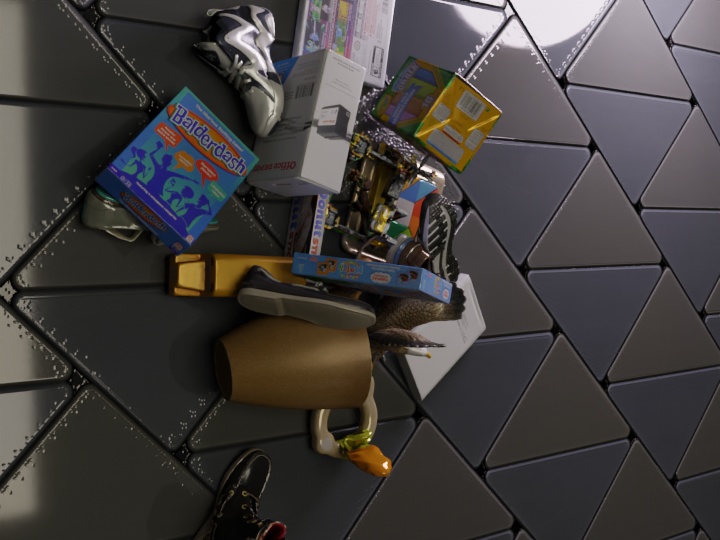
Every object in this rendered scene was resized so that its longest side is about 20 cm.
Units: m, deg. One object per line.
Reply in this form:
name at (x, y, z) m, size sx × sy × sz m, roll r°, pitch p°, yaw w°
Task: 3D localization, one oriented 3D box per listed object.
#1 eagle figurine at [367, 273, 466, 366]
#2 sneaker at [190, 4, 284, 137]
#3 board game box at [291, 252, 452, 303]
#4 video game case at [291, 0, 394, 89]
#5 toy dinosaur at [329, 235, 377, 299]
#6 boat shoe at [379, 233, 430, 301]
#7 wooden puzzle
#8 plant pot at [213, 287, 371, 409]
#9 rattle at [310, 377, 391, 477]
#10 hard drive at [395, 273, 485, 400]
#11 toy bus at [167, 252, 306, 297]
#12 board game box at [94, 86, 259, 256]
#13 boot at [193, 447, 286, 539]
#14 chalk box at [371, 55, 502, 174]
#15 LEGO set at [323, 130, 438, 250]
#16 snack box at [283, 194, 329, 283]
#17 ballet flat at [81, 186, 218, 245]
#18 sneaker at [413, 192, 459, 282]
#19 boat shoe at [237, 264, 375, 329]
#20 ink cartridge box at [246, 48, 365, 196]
eagle figurine at (0.061, 0.097, 1.495) m, size 0.151 × 0.200 × 0.152 m, roll -1°, pitch 60°, yaw -34°
sneaker at (-0.189, -0.297, 1.406) m, size 0.129 × 0.079 × 0.200 m, roll -3°, pitch 92°, yaw -37°
board game box at (0.019, 0.012, 1.409) m, size 0.151 × 0.200 × 0.037 m, roll 24°, pitch 74°, yaw -67°
video game case at (-0.023, -0.419, 1.572) m, size 0.182 × 0.023 × 0.200 m, roll 11°, pitch 84°, yaw -38°
toy dinosaur at (0.000, 0.000, 1.550) m, size 0.106 × 0.060 × 0.200 m, roll -56°, pitch 160°, yaw -4°
boat shoe at (0.079, 0.034, 1.576) m, size 0.072 × 0.072 × 0.200 m, roll -41°, pitch 148°, yaw -30°
wooden puzzle at (0.063, -0.105, 1.634) m, size 0.185 × 0.037 × 0.200 m, roll 19°, pitch 79°, yaw -37°
plant pot at (-0.110, 0.132, 1.424) m, size 0.200 × 0.186 × 0.187 m, roll -9°, pitch 96°, yaw -25°
rattle at (0.001, 0.211, 1.528) m, size 0.130 × 0.143 × 0.200 m, roll 21°, pitch 83°, yaw -18°
hard drive at (0.143, 0.117, 1.690) m, size 0.200 × 0.026 × 0.132 m, roll -43°, pitch 129°, yaw -30°
toy bus at (-0.183, 0.009, 1.412) m, size 0.200 × 0.078 × 0.065 m, roll 2°, pitch 89°, yaw -38°
board game box at (-0.250, -0.142, 1.331) m, size 0.152 × 0.045 × 0.200 m, roll 44°, pitch 48°, yaw -16°
boot at (-0.159, 0.362, 1.389) m, size 0.073 × 0.150 × 0.200 m, roll 45°, pitch 65°, yaw -30°
chalk box at (0.112, -0.266, 1.584) m, size 0.124 × 0.200 × 0.124 m, roll 31°, pitch 95°, yaw -34°
LEGO set at (0.019, -0.127, 1.519) m, size 0.154 × 0.116 × 0.200 m, roll 34°, pitch 76°, yaw -13°
snack box at (-0.084, -0.080, 1.495) m, size 0.024 × 0.072 × 0.200 m, roll 13°, pitch 82°, yaw -36°
ballet flat at (-0.298, -0.068, 1.342) m, size 0.200 × 0.067 × 0.064 m, roll 12°, pitch 110°, yaw -37°
sneaker at (0.112, -0.049, 1.577) m, size 0.074 × 0.080 × 0.200 m, roll -35°, pitch 140°, yaw -28°
boat shoe at (-0.072, 0.034, 1.357) m, size 0.200 × 0.073 × 0.063 m, roll 10°, pitch 60°, yaw 3°
ink cartridge box at (-0.084, -0.219, 1.447) m, size 0.084 × 0.145 × 0.200 m, roll 19°, pitch 79°, yaw -39°
